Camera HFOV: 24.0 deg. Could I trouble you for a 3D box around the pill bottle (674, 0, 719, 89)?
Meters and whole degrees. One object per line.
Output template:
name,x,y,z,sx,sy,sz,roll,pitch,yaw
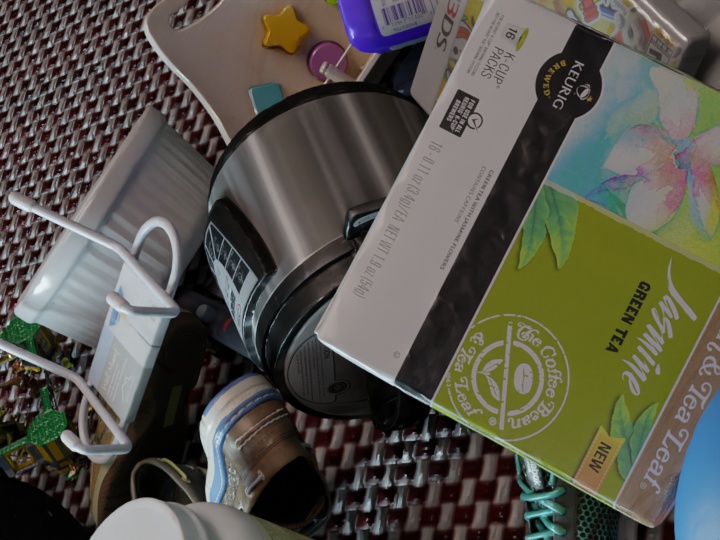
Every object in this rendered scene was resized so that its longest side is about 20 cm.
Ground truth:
pill bottle,0.190,-0.140,1.026,0.110,0.109,0.200,-57,37,7

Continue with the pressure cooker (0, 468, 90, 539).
pressure cooker,-0.312,0.274,1.315,0.201,0.178,0.176,-51,35,11

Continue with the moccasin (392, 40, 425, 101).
moccasin,0.082,-0.114,1.178,0.068,0.080,0.200,-53,22,-6

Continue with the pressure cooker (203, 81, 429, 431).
pressure cooker,0.003,-0.001,1.105,0.178,0.175,0.201,-42,51,24

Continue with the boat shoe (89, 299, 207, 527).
boat shoe,-0.175,0.107,1.315,0.076,0.071,0.202,36,115,35

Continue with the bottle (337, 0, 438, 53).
bottle,0.080,-0.216,1.186,0.198,0.065,0.084,-17,89,10

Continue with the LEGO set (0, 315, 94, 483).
LEGO set,-0.297,0.146,1.473,0.153,0.116,0.200,-31,43,-7

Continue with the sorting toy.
sorting toy,-0.062,-0.184,1.285,0.201,0.179,0.107,-55,8,8

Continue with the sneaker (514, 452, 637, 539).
sneaker,0.116,0.129,0.965,0.077,0.091,0.202,3,70,52

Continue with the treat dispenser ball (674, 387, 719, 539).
treat dispenser ball,0.236,0.113,0.735,0.200,0.200,0.203,-28,48,37

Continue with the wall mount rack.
wall mount rack,-0.209,0.038,1.252,0.174,0.074,0.202,40,117,43

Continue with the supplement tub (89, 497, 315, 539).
supplement tub,-0.069,0.227,1.037,0.144,0.199,0.146,-28,48,37

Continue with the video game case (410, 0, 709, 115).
video game case,0.111,-0.122,1.023,0.200,0.023,0.183,51,140,34

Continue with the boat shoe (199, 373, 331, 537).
boat shoe,-0.059,0.146,1.116,0.072,0.201,0.072,-35,63,-11

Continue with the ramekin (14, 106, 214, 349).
ramekin,-0.189,-0.025,1.379,0.203,0.094,0.203,-53,10,13

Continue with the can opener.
can opener,-0.085,0.047,1.282,0.200,0.063,0.079,30,96,54

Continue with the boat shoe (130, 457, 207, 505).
boat shoe,-0.118,0.211,1.224,0.072,0.060,0.202,-51,38,16

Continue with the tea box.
tea box,0.115,-0.004,0.871,0.195,0.134,0.202,27,91,14
